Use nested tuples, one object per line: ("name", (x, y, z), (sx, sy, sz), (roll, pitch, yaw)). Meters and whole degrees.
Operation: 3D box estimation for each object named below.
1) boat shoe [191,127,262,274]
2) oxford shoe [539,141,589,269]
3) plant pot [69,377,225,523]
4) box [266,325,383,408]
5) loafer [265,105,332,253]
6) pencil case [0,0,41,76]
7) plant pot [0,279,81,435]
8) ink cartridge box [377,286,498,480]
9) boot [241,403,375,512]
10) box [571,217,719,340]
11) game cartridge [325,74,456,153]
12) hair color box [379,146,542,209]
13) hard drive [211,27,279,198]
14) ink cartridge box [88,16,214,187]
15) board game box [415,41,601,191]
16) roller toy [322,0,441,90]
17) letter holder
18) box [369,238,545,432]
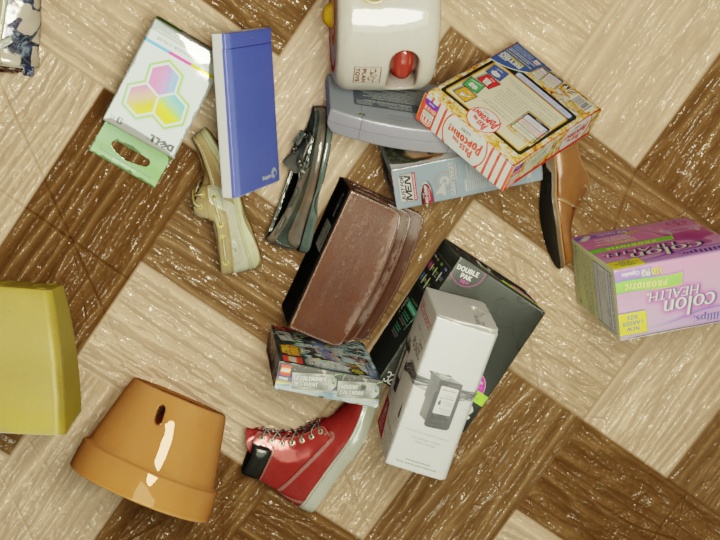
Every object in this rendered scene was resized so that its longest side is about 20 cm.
("boat shoe", (-0.189, -0.087, 1.555), (0.066, 0.074, 0.202), (-21, 105, -7))
("oxford shoe", (0.283, -0.102, 1.611), (0.070, 0.071, 0.202), (-7, 103, -10))
("plant pot", (-0.270, 0.233, 1.573), (0.198, 0.200, 0.141), (23, 84, -11))
("box", (-0.052, 0.124, 1.557), (0.135, 0.200, 0.040), (11, 99, -10))
("loafer", (-0.081, -0.123, 1.560), (0.062, 0.072, 0.202), (8, 105, -11))
("pencil case", (-0.431, -0.345, 1.456), (0.077, 0.089, 0.202), (7, 102, -8))
("plant pot", (-0.465, 0.103, 1.517), (0.198, 0.200, 0.179), (4, 92, -8))
("ink cartridge box", (0.094, 0.136, 1.478), (0.083, 0.145, 0.202), (17, 102, -7))
("boot", (-0.078, 0.227, 1.648), (0.144, 0.072, 0.201), (32, 102, -11))
("box", (0.396, 0.006, 1.582), (0.174, 0.200, 0.098), (-10, 105, -3))
("game cartridge", (0.053, -0.204, 1.525), (0.198, 0.134, 0.042), (8, 130, -8))
("hair color box", (0.132, -0.147, 1.560), (0.198, 0.099, 0.061), (-12, 120, -4))
("hard drive", (-0.145, -0.204, 1.505), (0.025, 0.132, 0.202), (3, 105, 21))
("ink cartridge box", (-0.265, -0.214, 1.522), (0.103, 0.059, 0.201), (28, 99, -12))
("board game box", (0.190, -0.200, 1.494), (0.151, 0.199, 0.047), (43, 140, 18))
("roller toy", (0.021, -0.317, 1.464), (0.138, 0.200, 0.184), (-1, 110, -6))
("letter holder", (0.000, 0.000, 1.586), (0.141, 0.101, 0.202), (23, 100, -13))
("box", (0.129, 0.086, 1.608), (0.148, 0.124, 0.201), (32, 97, -12))
